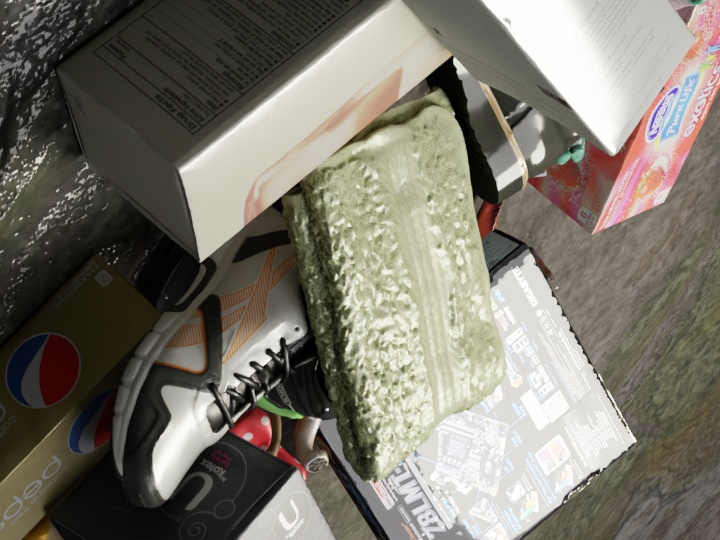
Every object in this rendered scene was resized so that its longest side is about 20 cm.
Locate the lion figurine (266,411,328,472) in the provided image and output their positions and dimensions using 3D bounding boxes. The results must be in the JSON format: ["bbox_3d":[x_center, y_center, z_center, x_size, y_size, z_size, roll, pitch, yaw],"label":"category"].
[{"bbox_3d":[-0.010,0.032,1.301,0.199,0.123,0.072,-37,140,9],"label":"lion figurine"}]

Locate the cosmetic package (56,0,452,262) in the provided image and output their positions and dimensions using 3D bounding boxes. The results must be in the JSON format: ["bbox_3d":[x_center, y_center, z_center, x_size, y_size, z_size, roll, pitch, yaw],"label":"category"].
[{"bbox_3d":[-0.048,-0.113,1.074,0.200,0.103,0.088,-39,151,-20],"label":"cosmetic package"}]

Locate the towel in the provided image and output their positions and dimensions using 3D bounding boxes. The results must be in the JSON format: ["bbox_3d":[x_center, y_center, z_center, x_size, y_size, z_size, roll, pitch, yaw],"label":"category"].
[{"bbox_3d":[0.024,0.008,1.167,0.148,0.036,0.201,-34,121,-44],"label":"towel"}]

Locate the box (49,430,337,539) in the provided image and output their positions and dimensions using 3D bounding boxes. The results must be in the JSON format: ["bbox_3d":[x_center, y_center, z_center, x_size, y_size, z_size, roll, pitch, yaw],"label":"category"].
[{"bbox_3d":[-0.077,0.189,1.210,0.106,0.122,0.201,-48,139,-22],"label":"box"}]

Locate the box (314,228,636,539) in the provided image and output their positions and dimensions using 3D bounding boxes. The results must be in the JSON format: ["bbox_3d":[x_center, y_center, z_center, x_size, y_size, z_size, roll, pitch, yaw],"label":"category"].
[{"bbox_3d":[0.076,0.108,1.450,0.198,0.050,0.201,-38,119,-11],"label":"box"}]

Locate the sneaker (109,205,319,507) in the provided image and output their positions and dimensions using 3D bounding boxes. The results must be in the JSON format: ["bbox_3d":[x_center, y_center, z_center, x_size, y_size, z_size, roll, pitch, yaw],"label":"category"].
[{"bbox_3d":[-0.072,0.047,1.136,0.201,0.079,0.074,-62,159,-25],"label":"sneaker"}]

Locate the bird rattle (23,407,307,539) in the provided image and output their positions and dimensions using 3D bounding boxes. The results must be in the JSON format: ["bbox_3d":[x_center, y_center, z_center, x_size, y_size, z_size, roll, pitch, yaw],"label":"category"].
[{"bbox_3d":[-0.134,0.156,1.290,0.200,0.113,0.163,-44,137,-9],"label":"bird rattle"}]

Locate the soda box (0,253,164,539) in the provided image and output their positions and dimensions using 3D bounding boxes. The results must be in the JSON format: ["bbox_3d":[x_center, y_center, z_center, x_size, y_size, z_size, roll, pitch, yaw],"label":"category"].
[{"bbox_3d":[-0.191,0.091,1.159,0.200,0.064,0.068,-47,155,-9],"label":"soda box"}]

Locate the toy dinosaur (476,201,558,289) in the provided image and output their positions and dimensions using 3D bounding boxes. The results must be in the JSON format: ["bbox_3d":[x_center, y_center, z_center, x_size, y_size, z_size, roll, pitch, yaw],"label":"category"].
[{"bbox_3d":[0.047,0.040,1.501,0.181,0.105,0.201,-31,118,-19],"label":"toy dinosaur"}]

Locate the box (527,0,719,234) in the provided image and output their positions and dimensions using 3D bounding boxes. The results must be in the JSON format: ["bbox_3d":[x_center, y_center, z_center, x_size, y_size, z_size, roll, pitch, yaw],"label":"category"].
[{"bbox_3d":[0.187,-0.141,1.421,0.094,0.103,0.201,-22,144,-44],"label":"box"}]

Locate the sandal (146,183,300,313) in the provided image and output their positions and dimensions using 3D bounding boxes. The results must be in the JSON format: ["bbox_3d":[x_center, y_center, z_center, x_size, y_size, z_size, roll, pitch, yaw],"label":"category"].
[{"bbox_3d":[-0.049,-0.028,1.246,0.200,0.048,0.076,-40,153,-20],"label":"sandal"}]

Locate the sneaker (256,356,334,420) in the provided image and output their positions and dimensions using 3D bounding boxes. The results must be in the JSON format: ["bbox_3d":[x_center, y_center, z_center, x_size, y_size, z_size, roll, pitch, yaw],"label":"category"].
[{"bbox_3d":[0.000,0.000,1.226,0.201,0.083,0.077,-65,160,5],"label":"sneaker"}]

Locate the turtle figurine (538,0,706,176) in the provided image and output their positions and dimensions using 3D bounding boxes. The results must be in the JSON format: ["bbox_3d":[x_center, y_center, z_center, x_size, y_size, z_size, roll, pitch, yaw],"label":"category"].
[{"bbox_3d":[0.111,-0.154,1.289,0.199,0.101,0.150,-37,111,-3],"label":"turtle figurine"}]

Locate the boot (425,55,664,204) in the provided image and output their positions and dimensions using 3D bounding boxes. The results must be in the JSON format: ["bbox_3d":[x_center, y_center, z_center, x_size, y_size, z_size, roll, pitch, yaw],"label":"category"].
[{"bbox_3d":[0.095,-0.158,1.202,0.138,0.077,0.201,-31,124,-16],"label":"boot"}]

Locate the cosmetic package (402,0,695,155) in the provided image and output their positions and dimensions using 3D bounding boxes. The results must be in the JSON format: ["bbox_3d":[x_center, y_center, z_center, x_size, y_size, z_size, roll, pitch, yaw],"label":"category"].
[{"bbox_3d":[0.072,-0.149,0.998,0.081,0.113,0.200,-55,142,-1],"label":"cosmetic package"}]
